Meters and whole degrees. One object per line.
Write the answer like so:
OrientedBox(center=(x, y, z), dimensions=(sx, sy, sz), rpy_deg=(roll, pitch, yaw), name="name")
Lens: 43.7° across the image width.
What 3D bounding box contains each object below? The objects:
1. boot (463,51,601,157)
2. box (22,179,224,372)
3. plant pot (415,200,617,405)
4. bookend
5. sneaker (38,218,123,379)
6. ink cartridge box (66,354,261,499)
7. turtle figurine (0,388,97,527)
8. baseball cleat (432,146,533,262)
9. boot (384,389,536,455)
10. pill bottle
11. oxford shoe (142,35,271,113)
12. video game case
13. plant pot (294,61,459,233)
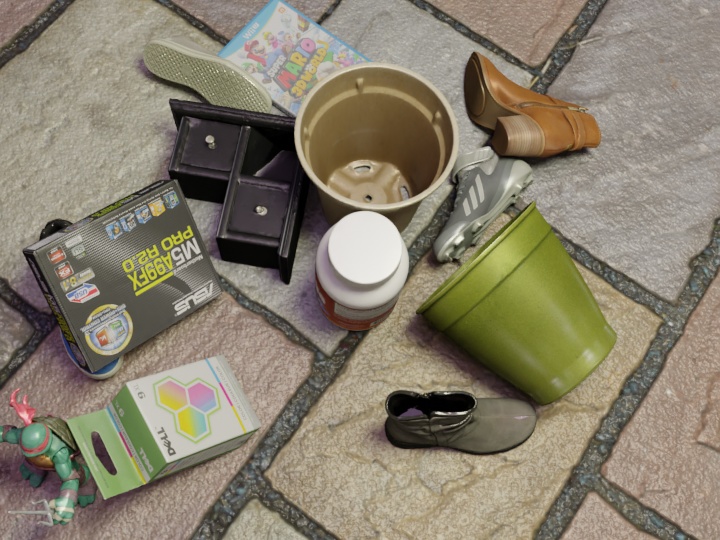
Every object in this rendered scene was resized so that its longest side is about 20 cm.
OrientedBox(center=(0.242, -0.238, 1.275), dimensions=(0.154, 0.077, 0.201), rpy_deg=(-6, 46, -19), name="boot")
OrientedBox(center=(-0.281, 0.002, 1.088), dimensions=(0.199, 0.044, 0.161), rpy_deg=(-33, 113, -32), name="box")
OrientedBox(center=(0.203, 0.054, 1.104), dimensions=(0.200, 0.200, 0.193), rpy_deg=(-41, 87, -17), name="plant pot")
OrientedBox(center=(-0.171, -0.106, 1.186), dimensions=(0.198, 0.092, 0.200), rpy_deg=(10, 68, 2), name="bookend")
OrientedBox(center=(-0.351, 0.031, 1.111), dimensions=(0.076, 0.111, 0.201), rpy_deg=(-16, 70, -9), name="sneaker")
OrientedBox(center=(-0.220, 0.174, 1.032), dimensions=(0.199, 0.059, 0.104), rpy_deg=(-12, 64, -49), name="ink cartridge box")
OrientedBox(center=(-0.354, 0.210, 0.991), dimensions=(0.149, 0.200, 0.101), rpy_deg=(40, 72, 13), name="turtle figurine")
OrientedBox(center=(0.145, -0.094, 1.221), dimensions=(0.106, 0.070, 0.200), rpy_deg=(40, 62, 19), name="baseball cleat")
OrientedBox(center=(0.125, 0.176, 1.069), dimensions=(0.198, 0.131, 0.068), rpy_deg=(-3, 69, -4), name="boot")
OrientedBox(center=(0.000, 0.000, 1.090), dimensions=(0.111, 0.200, 0.113), rpy_deg=(1, 74, -3), name="pill bottle")
OrientedBox(center=(-0.210, -0.278, 1.271), dimensions=(0.199, 0.076, 0.058), rpy_deg=(26, 33, 5), name="oxford shoe")
OrientedBox(center=(-0.091, -0.299, 1.308), dimensions=(0.199, 0.018, 0.143), rpy_deg=(36, 71, 11), name="video game case")
OrientedBox(center=(0.014, -0.130, 1.157), dimensions=(0.198, 0.184, 0.202), rpy_deg=(1, 68, -3), name="plant pot")
